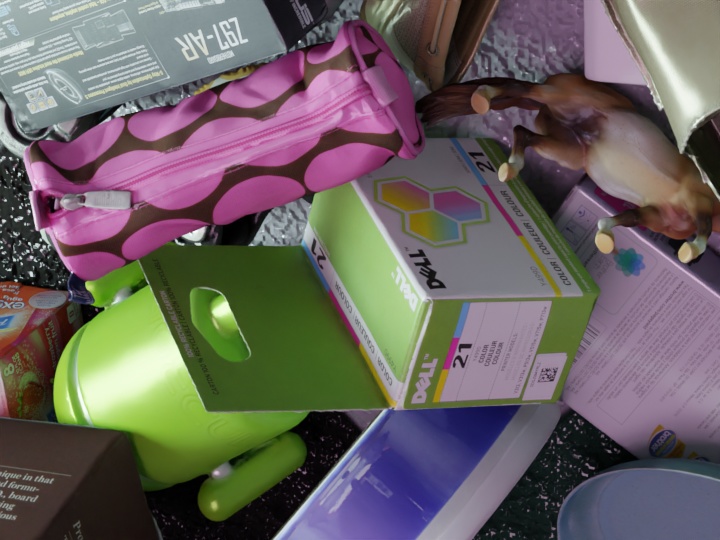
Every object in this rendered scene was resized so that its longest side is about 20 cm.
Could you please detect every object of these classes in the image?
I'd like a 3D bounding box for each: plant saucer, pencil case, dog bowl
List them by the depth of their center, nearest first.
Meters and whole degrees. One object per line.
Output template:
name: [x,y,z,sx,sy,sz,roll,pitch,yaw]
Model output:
pencil case: [-0.069,-0.060,0.949,0.199,0.094,0.091,-22,80,6]
dog bowl: [0.020,0.129,1.055,0.079,0.200,0.200,40,126,3]
plant saucer: [0.208,0.169,1.059,0.199,0.027,0.201,21,145,16]

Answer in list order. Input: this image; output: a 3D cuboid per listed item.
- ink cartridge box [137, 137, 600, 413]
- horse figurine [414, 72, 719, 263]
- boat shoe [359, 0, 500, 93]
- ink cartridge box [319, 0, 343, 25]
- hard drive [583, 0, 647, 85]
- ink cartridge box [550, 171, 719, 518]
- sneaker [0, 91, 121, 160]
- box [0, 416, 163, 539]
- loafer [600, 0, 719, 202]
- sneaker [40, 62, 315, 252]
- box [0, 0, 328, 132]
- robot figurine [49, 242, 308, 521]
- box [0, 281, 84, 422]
ink cartridge box: [0.000,0.000,0.971,0.199,0.148,0.076,-1,127,-25]
horse figurine: [0.128,-0.054,0.968,0.200,0.132,0.050,36,119,18]
boat shoe: [0.069,-0.172,0.939,0.063,0.073,0.201,50,133,13]
ink cartridge box: [-0.058,-0.239,0.951,0.200,0.084,0.145,41,110,1]
hard drive: [0.174,-0.187,0.920,0.131,0.026,0.201,7,119,22]
ink cartridge box: [0.173,0.047,1.037,0.200,0.042,0.120,38,126,5]
sneaker: [-0.139,-0.152,1.065,0.075,0.079,0.200,40,106,7]
box: [-0.229,0.208,1.085,0.163,0.200,0.167,3,123,24]
loafer: [0.176,-0.097,0.908,0.075,0.068,0.200,-31,99,34]
sneaker: [-0.106,-0.041,1.075,0.199,0.075,0.088,-27,66,29]
box: [-0.132,-0.165,0.934,0.199,0.044,0.161,-12,115,40]
robot figurine: [-0.104,0.062,1.130,0.199,0.116,0.176,-28,95,34]
box: [-0.233,0.116,1.231,0.095,0.100,0.201,6,119,22]
